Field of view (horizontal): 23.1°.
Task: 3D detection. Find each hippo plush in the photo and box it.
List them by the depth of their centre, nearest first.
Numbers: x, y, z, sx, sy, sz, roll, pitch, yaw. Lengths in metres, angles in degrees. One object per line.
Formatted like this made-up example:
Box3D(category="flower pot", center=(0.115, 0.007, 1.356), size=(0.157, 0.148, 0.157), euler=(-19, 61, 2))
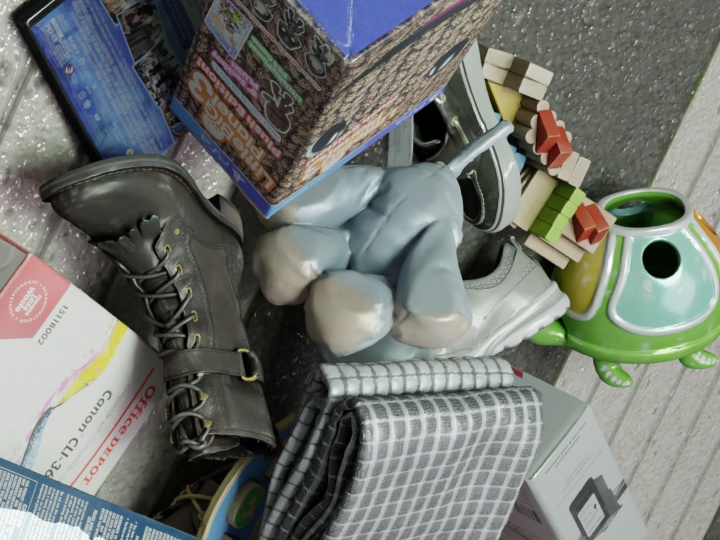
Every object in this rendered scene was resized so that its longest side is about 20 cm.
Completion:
Box3D(category="hippo plush", center=(0.000, 0.000, 1.224), size=(0.161, 0.159, 0.200), euler=(105, -2, -58))

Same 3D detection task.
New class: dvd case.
Box3D(category="dvd case", center=(-0.109, -0.161, 1.091), size=(0.200, 0.018, 0.143), euler=(-43, 137, -20))

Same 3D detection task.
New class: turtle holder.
Box3D(category="turtle holder", center=(0.213, 0.003, 1.456), size=(0.141, 0.185, 0.132), euler=(-65, 156, -52))

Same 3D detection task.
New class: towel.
Box3D(category="towel", center=(0.020, 0.155, 1.161), size=(0.166, 0.086, 0.200), euler=(-3, 124, -39))

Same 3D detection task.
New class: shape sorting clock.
Box3D(category="shape sorting clock", center=(-0.041, 0.184, 1.232), size=(0.200, 0.039, 0.200), euler=(-26, 131, -34))

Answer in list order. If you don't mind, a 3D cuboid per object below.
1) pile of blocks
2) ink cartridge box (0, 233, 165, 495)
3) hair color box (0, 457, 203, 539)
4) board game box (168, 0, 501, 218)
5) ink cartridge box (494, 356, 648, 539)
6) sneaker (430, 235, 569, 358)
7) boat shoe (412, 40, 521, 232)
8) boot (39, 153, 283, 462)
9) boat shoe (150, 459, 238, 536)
Box3D(category="pile of blocks", center=(0.133, -0.078, 1.326), size=(0.082, 0.062, 0.200), euler=(-37, 119, -11))
Box3D(category="ink cartridge box", center=(-0.194, 0.071, 1.095), size=(0.117, 0.067, 0.200), euler=(-56, 140, -8))
Box3D(category="hair color box", center=(-0.186, 0.170, 1.071), size=(0.200, 0.100, 0.061), euler=(28, 64, -25))
Box3D(category="board game box", center=(-0.008, -0.146, 1.040), size=(0.159, 0.097, 0.200), euler=(-37, 172, -26))
Box3D(category="ink cartridge box", center=(0.136, 0.167, 1.441), size=(0.083, 0.145, 0.200), euler=(-49, 139, -18))
Box3D(category="sneaker", center=(0.061, 0.048, 1.369), size=(0.200, 0.082, 0.075), euler=(-31, 178, -18))
Box3D(category="boat shoe", center=(0.059, -0.102, 1.270), size=(0.064, 0.071, 0.200), euler=(-40, 128, -25))
Box3D(category="boot", center=(-0.111, 0.030, 1.078), size=(0.200, 0.069, 0.174), euler=(23, 51, -56))
Box3D(category="boat shoe", center=(-0.101, 0.173, 1.250), size=(0.200, 0.072, 0.060), euler=(-21, 123, -37))
